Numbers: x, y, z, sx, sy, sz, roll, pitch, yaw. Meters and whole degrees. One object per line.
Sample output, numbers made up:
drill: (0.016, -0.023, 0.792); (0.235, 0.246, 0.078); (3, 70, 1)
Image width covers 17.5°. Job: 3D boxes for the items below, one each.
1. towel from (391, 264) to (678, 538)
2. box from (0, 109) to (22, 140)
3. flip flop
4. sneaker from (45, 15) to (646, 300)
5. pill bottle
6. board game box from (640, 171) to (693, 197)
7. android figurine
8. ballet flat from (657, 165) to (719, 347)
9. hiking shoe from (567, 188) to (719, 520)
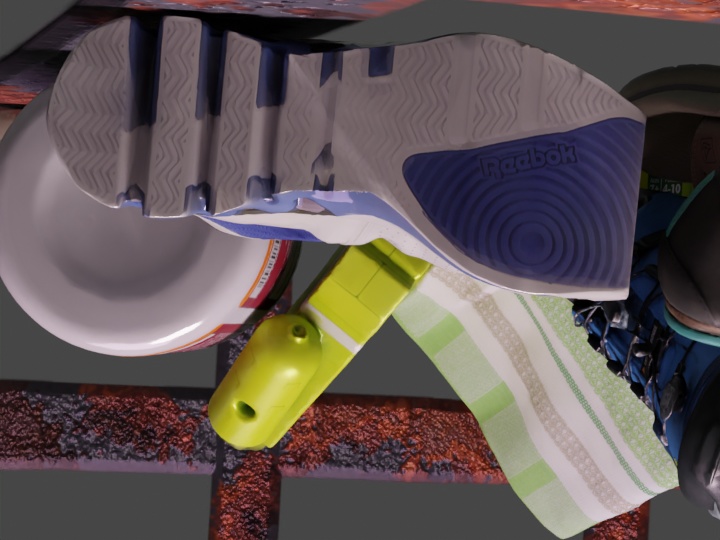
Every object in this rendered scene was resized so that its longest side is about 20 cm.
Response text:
towel: (0.085, 0.037, 1.007); (0.031, 0.150, 0.200); (-31, 173, -27)
box: (-0.133, -0.042, 1.241); (0.081, 0.069, 0.200); (3, 179, 10)
flip flop: (0.147, -0.040, 0.808); (0.080, 0.058, 0.200); (3, 179, -21)
sneaker: (-0.003, -0.045, 0.801); (0.198, 0.081, 0.115); (10, -178, -2)
pill bottle: (-0.082, -0.022, 0.978); (0.112, 0.114, 0.200); (3, 179, 4)
board game box: (0.186, -0.040, 1.021); (0.199, 0.048, 0.101); (4, 179, -34)
android figurine: (0.000, 0.000, 1.023); (0.041, 0.182, 0.200); (38, 139, -1)
ballet flat: (0.194, 0.007, 0.743); (0.198, 0.069, 0.068); (12, -156, -6)
hiking shoe: (0.109, 0.026, 0.830); (0.086, 0.075, 0.200); (19, -161, 0)
